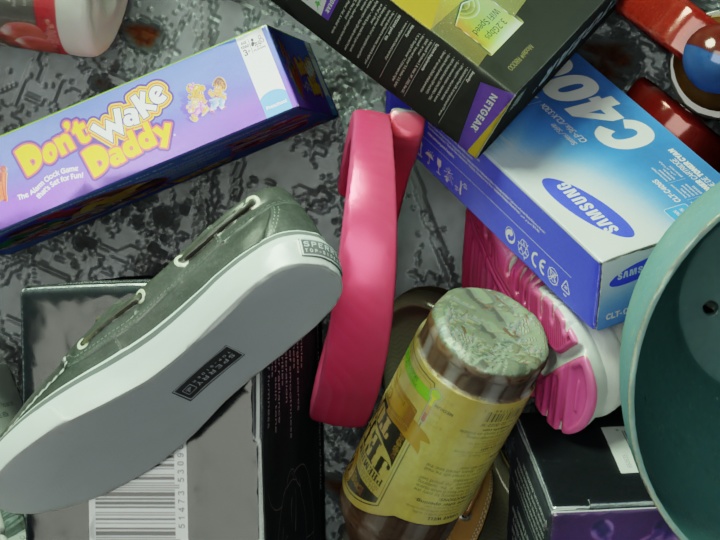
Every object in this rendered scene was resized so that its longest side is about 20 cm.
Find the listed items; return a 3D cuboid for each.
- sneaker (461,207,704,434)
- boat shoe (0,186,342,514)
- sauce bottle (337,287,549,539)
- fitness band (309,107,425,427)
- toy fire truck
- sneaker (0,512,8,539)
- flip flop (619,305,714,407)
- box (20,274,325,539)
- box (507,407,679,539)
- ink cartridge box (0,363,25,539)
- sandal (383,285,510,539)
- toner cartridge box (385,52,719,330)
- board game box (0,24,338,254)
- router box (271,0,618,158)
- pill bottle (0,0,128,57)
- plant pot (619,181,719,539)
[{"bbox_3d":[0.109,0.006,1.307,0.088,0.200,0.082,-9,128,-17],"label":"sneaker"},{"bbox_3d":[-0.094,0.038,1.183,0.200,0.069,0.057,-36,52,13],"label":"boat shoe"},{"bbox_3d":[0.028,0.098,1.280,0.065,0.065,0.200,31,126,7],"label":"sauce bottle"},{"bbox_3d":[0.000,0.000,1.280,0.037,0.200,0.144,10,74,-1],"label":"fitness band"},{"bbox_3d":[0.211,-0.080,1.278,0.200,0.168,0.112,40,95,6],"label":"toy fire truck"},{"bbox_3d":[-0.217,0.143,1.248,0.091,0.200,0.078,-2,115,-20],"label":"sneaker"},{"bbox_3d":[0.143,0.106,1.347,0.081,0.057,0.201,28,111,38],"label":"flip flop"},{"bbox_3d":[-0.089,0.102,1.309,0.123,0.197,0.201,-1,91,9],"label":"box"},{"bbox_3d":[0.150,0.175,1.275,0.147,0.104,0.201,-4,114,-6],"label":"box"},{"bbox_3d":[-0.228,0.164,1.386,0.146,0.083,0.201,-21,87,7],"label":"ink cartridge box"},{"bbox_3d":[0.047,0.107,1.349,0.081,0.055,0.201,-13,88,32],"label":"sandal"},{"bbox_3d":[0.101,-0.052,1.281,0.095,0.200,0.043,-18,131,-24],"label":"toner cartridge box"},{"bbox_3d":[-0.119,-0.065,1.343,0.199,0.134,0.045,-22,88,7],"label":"board game box"},{"bbox_3d":[0.052,-0.167,1.295,0.157,0.200,0.052,37,137,5],"label":"router box"},{"bbox_3d":[-0.225,-0.179,1.368,0.199,0.111,0.111,9,92,8],"label":"pill bottle"},{"bbox_3d":[0.202,0.030,1.155,0.199,0.135,0.201,-2,106,-7],"label":"plant pot"}]
